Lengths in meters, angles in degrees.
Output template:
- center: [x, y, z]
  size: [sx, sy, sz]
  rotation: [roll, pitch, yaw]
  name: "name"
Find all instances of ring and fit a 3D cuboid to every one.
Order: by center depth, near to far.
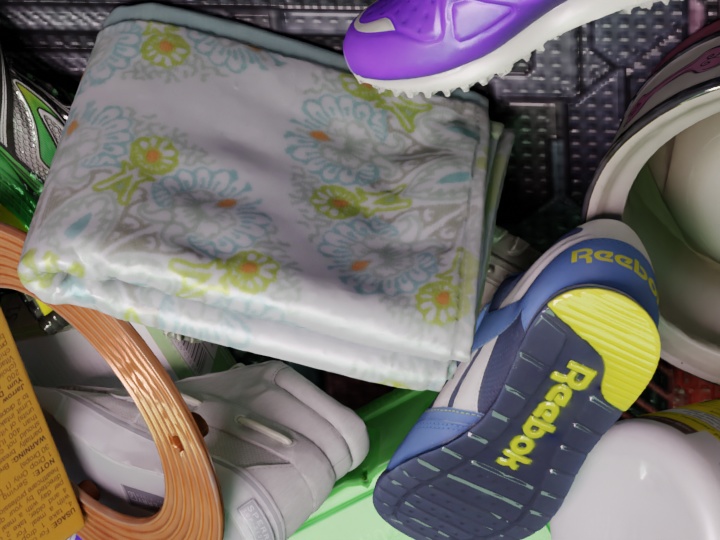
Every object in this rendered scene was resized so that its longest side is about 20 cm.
- center: [-0.131, 0.059, 1.185]
  size: [0.200, 0.019, 0.201]
  rotation: [34, 145, 27]
  name: "ring"

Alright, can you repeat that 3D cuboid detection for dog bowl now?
- center: [0.202, -0.036, 1.156]
  size: [0.200, 0.074, 0.200]
  rotation: [5, 135, 5]
  name: "dog bowl"

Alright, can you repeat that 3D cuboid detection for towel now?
- center: [-0.036, -0.036, 1.131]
  size: [0.200, 0.171, 0.048]
  rotation: [14, 133, -1]
  name: "towel"

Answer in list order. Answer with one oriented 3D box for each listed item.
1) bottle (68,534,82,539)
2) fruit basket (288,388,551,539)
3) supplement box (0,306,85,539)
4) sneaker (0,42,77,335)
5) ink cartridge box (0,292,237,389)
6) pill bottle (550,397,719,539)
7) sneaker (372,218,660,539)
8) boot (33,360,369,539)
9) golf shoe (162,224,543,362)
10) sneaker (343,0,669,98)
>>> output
- center: [-0.172, 0.148, 1.342]
  size: [0.200, 0.065, 0.084]
  rotation: [30, 130, -18]
  name: "bottle"
- center: [0.039, 0.136, 1.318]
  size: [0.215, 0.216, 0.156]
  rotation: [-27, 92, 31]
  name: "fruit basket"
- center: [-0.198, 0.053, 1.185]
  size: [0.066, 0.069, 0.200]
  rotation: [15, 135, 43]
  name: "supplement box"
- center: [-0.163, -0.071, 1.203]
  size: [0.085, 0.078, 0.200]
  rotation: [-33, 121, -9]
  name: "sneaker"
- center: [-0.160, 0.077, 1.349]
  size: [0.200, 0.048, 0.146]
  rotation: [-12, 130, 23]
  name: "ink cartridge box"
- center: [0.192, 0.112, 1.219]
  size: [0.200, 0.109, 0.109]
  rotation: [-9, 151, -43]
  name: "pill bottle"
- center: [0.075, 0.055, 1.157]
  size: [0.074, 0.082, 0.200]
  rotation: [28, 131, -15]
  name: "sneaker"
- center: [-0.084, 0.083, 1.259]
  size: [0.200, 0.096, 0.074]
  rotation: [19, 135, 43]
  name: "boot"
- center: [0.000, 0.000, 1.228]
  size: [0.200, 0.097, 0.078]
  rotation: [7, 97, 6]
  name: "golf shoe"
- center: [0.070, -0.149, 1.082]
  size: [0.200, 0.070, 0.100]
  rotation: [-21, 120, 22]
  name: "sneaker"
